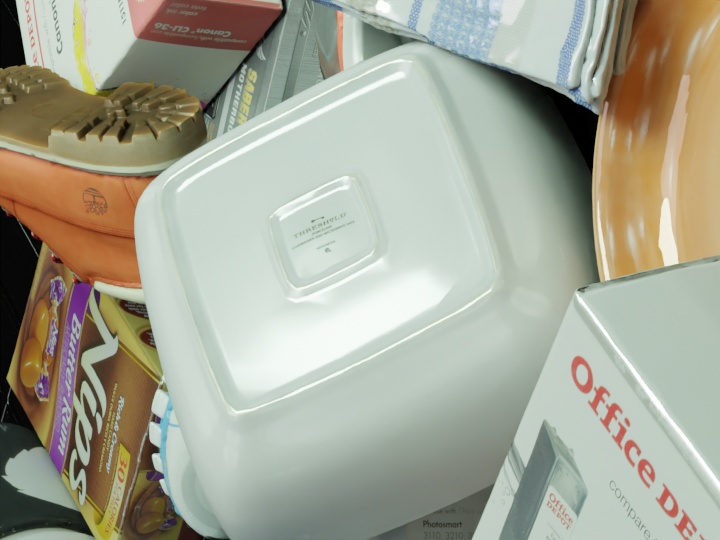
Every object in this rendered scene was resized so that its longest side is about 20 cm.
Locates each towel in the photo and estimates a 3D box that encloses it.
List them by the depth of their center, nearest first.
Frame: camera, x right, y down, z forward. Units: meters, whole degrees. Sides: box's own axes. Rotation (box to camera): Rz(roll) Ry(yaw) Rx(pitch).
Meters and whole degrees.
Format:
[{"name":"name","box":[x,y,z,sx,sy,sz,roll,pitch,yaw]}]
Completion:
[{"name":"towel","box":[0.041,-0.159,1.081,0.200,0.024,0.147,25,110,43]}]

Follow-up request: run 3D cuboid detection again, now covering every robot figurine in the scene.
[{"name":"robot figurine","box":[-0.199,0.163,1.502,0.200,0.150,0.125,49,127,49]}]

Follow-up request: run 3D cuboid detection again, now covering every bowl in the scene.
[{"name":"bowl","box":[0.000,0.000,1.105,0.200,0.075,0.200,-25,56,10]}]

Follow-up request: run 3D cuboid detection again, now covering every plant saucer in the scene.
[{"name":"plant saucer","box":[0.152,-0.037,0.976,0.200,0.037,0.200,-11,78,62]}]

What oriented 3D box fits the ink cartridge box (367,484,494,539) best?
[{"name":"ink cartridge box","box":[0.022,0.145,1.164,0.115,0.068,0.200,-19,70,61]}]

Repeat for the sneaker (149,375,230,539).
[{"name":"sneaker","box":[-0.043,0.050,1.304,0.087,0.075,0.200,41,123,50]}]

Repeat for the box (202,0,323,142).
[{"name":"box","box":[-0.064,-0.085,1.382,0.158,0.048,0.200,40,121,56]}]

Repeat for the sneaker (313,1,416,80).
[{"name":"sneaker","box":[-0.001,-0.141,1.246,0.082,0.077,0.200,143,127,-63]}]

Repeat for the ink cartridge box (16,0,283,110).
[{"name":"ink cartridge box","box":[-0.119,-0.130,1.366,0.200,0.067,0.117,-46,48,49]}]

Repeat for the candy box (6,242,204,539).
[{"name":"candy box","box":[-0.132,0.061,1.486,0.200,0.056,0.117,49,129,52]}]

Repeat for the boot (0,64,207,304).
[{"name":"boot","box":[-0.151,-0.039,1.317,0.200,0.075,0.107,15,127,40]}]

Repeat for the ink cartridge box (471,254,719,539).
[{"name":"ink cartridge box","box":[0.112,0.115,0.933,0.146,0.085,0.200,56,141,35]}]
